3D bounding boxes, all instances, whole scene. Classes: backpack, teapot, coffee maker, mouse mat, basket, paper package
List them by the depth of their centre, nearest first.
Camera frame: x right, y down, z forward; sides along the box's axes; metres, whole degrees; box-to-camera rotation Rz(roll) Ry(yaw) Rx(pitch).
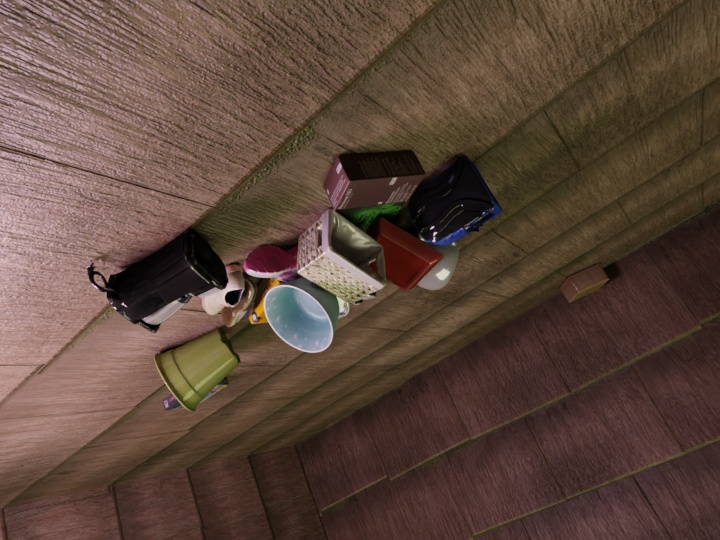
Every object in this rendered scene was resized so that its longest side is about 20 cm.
[{"bbox_3d":[-0.403,0.016,1.091,0.199,0.135,0.192,-31,156,12],"label":"coffee maker"},{"bbox_3d":[-0.048,-0.028,1.292,0.123,0.136,0.200,-30,133,31],"label":"basket"},{"bbox_3d":[0.236,-0.152,1.346,0.199,0.163,0.168,-34,159,19],"label":"backpack"},{"bbox_3d":[0.015,-0.132,1.364,0.199,0.008,0.161,-15,155,-25],"label":"mouse mat"},{"bbox_3d":[0.184,-0.046,1.536,0.145,0.197,0.201,15,101,-15],"label":"teapot"},{"bbox_3d":[1.217,0.071,2.911,0.199,0.104,0.191,-24,159,-5],"label":"paper package"}]

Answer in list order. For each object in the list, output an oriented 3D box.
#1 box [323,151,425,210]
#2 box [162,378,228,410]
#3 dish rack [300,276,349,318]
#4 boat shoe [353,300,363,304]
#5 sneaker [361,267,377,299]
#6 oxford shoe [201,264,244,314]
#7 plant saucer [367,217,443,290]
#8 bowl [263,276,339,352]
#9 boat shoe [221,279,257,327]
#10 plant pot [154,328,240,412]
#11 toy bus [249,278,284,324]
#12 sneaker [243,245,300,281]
[{"bbox_3d":[0.031,-0.196,1.157,0.199,0.075,0.100,-10,153,-29],"label":"box"},{"bbox_3d":[-0.599,0.445,1.947,0.199,0.038,0.136,-34,156,20],"label":"box"},{"bbox_3d":[-0.106,0.071,1.494,0.171,0.044,0.201,-18,121,-21],"label":"dish rack"},{"bbox_3d":[-0.023,0.079,1.708,0.072,0.068,0.200,-3,150,-45],"label":"boat shoe"},{"bbox_3d":[0.000,0.000,1.456,0.099,0.078,0.201,0,134,20],"label":"sneaker"},{"bbox_3d":[-0.345,0.067,1.338,0.070,0.074,0.200,-7,151,-37],"label":"oxford shoe"},{"bbox_3d":[0.093,-0.031,1.443,0.037,0.199,0.200,-64,-173,-35],"label":"plant saucer"},{"bbox_3d":[-0.131,0.094,1.341,0.201,0.201,0.105,-48,180,44],"label":"bowl"},{"bbox_3d":[-0.313,0.080,1.419,0.065,0.073,0.200,-20,163,-42],"label":"boat shoe"},{"bbox_3d":[-0.461,0.271,1.559,0.189,0.200,0.200,-35,159,-11],"label":"plant pot"},{"bbox_3d":[-0.241,0.068,1.442,0.065,0.079,0.200,-6,151,-40],"label":"toy bus"},{"bbox_3d":[-0.198,-0.008,1.316,0.199,0.082,0.088,-5,149,-38],"label":"sneaker"}]
